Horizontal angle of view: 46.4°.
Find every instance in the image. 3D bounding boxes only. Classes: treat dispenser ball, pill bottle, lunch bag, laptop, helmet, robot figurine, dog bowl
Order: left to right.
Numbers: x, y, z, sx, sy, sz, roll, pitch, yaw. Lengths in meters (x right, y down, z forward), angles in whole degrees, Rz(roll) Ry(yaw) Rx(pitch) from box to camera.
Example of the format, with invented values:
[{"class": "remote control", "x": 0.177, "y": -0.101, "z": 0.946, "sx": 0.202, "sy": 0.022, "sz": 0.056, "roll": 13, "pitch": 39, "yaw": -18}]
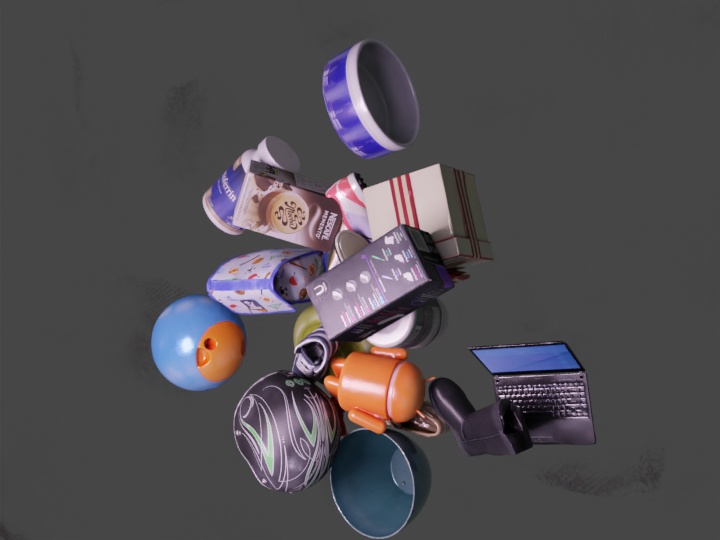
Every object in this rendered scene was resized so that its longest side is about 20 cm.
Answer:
[{"class": "treat dispenser ball", "x": -0.338, "y": 0.151, "z": 1.770, "sx": 0.199, "sy": 0.200, "sz": 0.203, "roll": 4, "pitch": 98, "yaw": 29}, {"class": "pill bottle", "x": -0.220, "y": -0.174, "z": 1.710, "sx": 0.200, "sy": 0.115, "sz": 0.116, "roll": -40, "pitch": 76, "yaw": 27}, {"class": "lunch bag", "x": -0.182, "y": 0.022, "z": 1.664, "sx": 0.169, "sy": 0.200, "sz": 0.125, "roll": -3, "pitch": 95, "yaw": 29}, {"class": "helmet", "x": -0.129, "y": 0.307, "z": 1.572, "sx": 0.191, "sy": 0.199, "sz": 0.201, "roll": 46, "pitch": 117, "yaw": 39}, {"class": "dog bowl", "x": 0.022, "y": -0.305, "z": 1.504, "sx": 0.078, "sy": 0.200, "sz": 0.202, "roll": -16, "pitch": 88, "yaw": 34}, {"class": "robot figurine", "x": 0.035, "y": 0.218, "z": 1.564, "sx": 0.198, "sy": 0.144, "sz": 0.118, "roll": 9, "pitch": 112, "yaw": 19}, {"class": "pill bottle", "x": 0.082, "y": 0.083, "z": 1.510, "sx": 0.112, "sy": 0.200, "sz": 0.114, "roll": -3, "pitch": 83, "yaw": 25}, {"class": "laptop", "x": 0.300, "y": 0.218, "z": 1.465, "sx": 0.176, "sy": 0.103, "sz": 0.202, "roll": -7, "pitch": 93, "yaw": 31}]

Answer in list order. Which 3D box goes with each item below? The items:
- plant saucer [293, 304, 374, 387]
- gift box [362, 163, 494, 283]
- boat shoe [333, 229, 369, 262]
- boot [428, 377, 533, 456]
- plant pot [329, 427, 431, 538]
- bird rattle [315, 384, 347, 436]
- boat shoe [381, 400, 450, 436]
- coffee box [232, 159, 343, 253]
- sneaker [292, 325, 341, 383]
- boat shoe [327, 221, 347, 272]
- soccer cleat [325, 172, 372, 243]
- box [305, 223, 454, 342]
[{"class": "plant saucer", "x": -0.053, "y": 0.161, "z": 1.670, "sx": 0.198, "sy": 0.031, "sz": 0.202, "roll": 12, "pitch": 118, "yaw": 22}, {"class": "gift box", "x": 0.115, "y": -0.065, "z": 1.499, "sx": 0.199, "sy": 0.184, "sz": 0.188, "roll": -18, "pitch": 79, "yaw": 34}, {"class": "boat shoe", "x": 0.001, "y": -0.002, "z": 1.588, "sx": 0.066, "sy": 0.199, "sz": 0.075, "roll": 3, "pitch": 58, "yaw": 49}, {"class": "boot", "x": 0.207, "y": 0.252, "z": 1.482, "sx": 0.165, "sy": 0.065, "sz": 0.200, "roll": 56, "pitch": 161, "yaw": 2}, {"class": "plant pot", "x": 0.059, "y": 0.392, "z": 1.600, "sx": 0.199, "sy": 0.134, "sz": 0.202, "roll": 0, "pitch": 90, "yaw": 39}, {"class": "bird rattle", "x": -0.128, "y": 0.292, "z": 1.728, "sx": 0.200, "sy": 0.112, "sz": 0.164, "roll": -36, "pitch": 66, "yaw": 26}, {"class": "boat shoe", "x": 0.077, "y": 0.270, "z": 1.623, "sx": 0.199, "sy": 0.064, "sz": 0.072, "roll": 11, "pitch": 102, "yaw": 28}, {"class": "coffee box", "x": -0.135, "y": -0.123, "z": 1.625, "sx": 0.198, "sy": 0.080, "sz": 0.114, "roll": 16, "pitch": 114, "yaw": -12}, {"class": "sneaker", "x": -0.097, "y": 0.174, "z": 1.613, "sx": 0.070, "sy": 0.108, "sz": 0.200, "roll": 38, "pitch": 126, "yaw": 5}, {"class": "boat shoe", "x": -0.025, "y": -0.008, "z": 1.646, "sx": 0.069, "sy": 0.071, "sz": 0.201, "roll": 17, "pitch": 110, "yaw": 2}, {"class": "soccer cleat", "x": 0.008, "y": -0.086, "z": 1.582, "sx": 0.073, "sy": 0.068, "sz": 0.201, "roll": -25, "pitch": 113, "yaw": 11}, {"class": "box", "x": 0.032, "y": 0.024, "z": 1.360, "sx": 0.199, "sy": 0.122, "sz": 0.107, "roll": -32, "pitch": 72, "yaw": 19}]
